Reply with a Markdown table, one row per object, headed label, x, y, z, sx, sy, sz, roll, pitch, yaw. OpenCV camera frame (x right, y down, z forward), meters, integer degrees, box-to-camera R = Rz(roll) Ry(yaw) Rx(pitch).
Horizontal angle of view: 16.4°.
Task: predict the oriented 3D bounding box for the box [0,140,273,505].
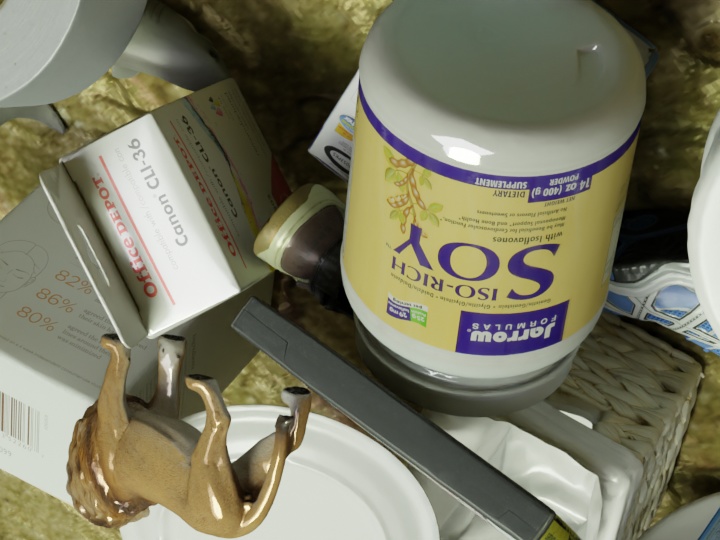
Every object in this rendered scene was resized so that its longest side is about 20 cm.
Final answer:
| label | x | y | z | sx | sy | sz | roll | pitch | yaw |
| --- | --- | --- | --- | --- | --- | --- | --- | --- | --- |
| box | -0.169 | 0.035 | 1.596 | 0.152 | 0.200 | 0.107 | 26 | 135 | 18 |

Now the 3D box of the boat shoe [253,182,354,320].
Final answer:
| label | x | y | z | sx | sy | sz | roll | pitch | yaw |
| --- | --- | --- | --- | --- | --- | --- | --- | --- | --- |
| boat shoe | 0.000 | -0.001 | 1.463 | 0.072 | 0.201 | 0.066 | -47 | 71 | 8 |

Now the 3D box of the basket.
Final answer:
| label | x | y | z | sx | sy | sz | roll | pitch | yaw |
| --- | --- | --- | --- | --- | --- | --- | --- | --- | --- |
| basket | 0.112 | 0.123 | 1.522 | 0.135 | 0.123 | 0.200 | 29 | 137 | 16 |

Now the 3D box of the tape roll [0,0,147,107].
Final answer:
| label | x | y | z | sx | sy | sz | roll | pitch | yaw |
| --- | --- | --- | --- | --- | --- | --- | --- | --- | --- |
| tape roll | -0.219 | -0.197 | 1.484 | 0.200 | 0.066 | 0.201 | 5 | 99 | 33 |

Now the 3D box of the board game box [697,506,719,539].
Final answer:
| label | x | y | z | sx | sy | sz | roll | pitch | yaw |
| --- | --- | --- | --- | --- | --- | --- | --- | --- | --- |
| board game box | 0.279 | 0.157 | 1.371 | 0.200 | 0.151 | 0.037 | -1 | 126 | 43 |

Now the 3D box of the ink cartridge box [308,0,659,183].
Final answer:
| label | x | y | z | sx | sy | sz | roll | pitch | yaw |
| --- | --- | --- | --- | --- | --- | --- | --- | --- | --- |
| ink cartridge box | 0.061 | -0.085 | 1.419 | 0.136 | 0.076 | 0.200 | 38 | 137 | 3 |

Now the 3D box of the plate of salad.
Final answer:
| label | x | y | z | sx | sy | sz | roll | pitch | yaw |
| --- | --- | --- | --- | --- | --- | --- | --- | --- | --- |
| plate of salad | -0.049 | 0.152 | 1.526 | 0.199 | 0.048 | 0.200 | 6 | 128 | 7 |

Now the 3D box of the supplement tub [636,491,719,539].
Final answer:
| label | x | y | z | sx | sy | sz | roll | pitch | yaw |
| --- | --- | --- | --- | --- | --- | --- | --- | --- | --- |
| supplement tub | 0.249 | 0.246 | 1.502 | 0.144 | 0.145 | 0.200 | -3 | 125 | 39 |

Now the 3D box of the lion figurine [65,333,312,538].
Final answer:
| label | x | y | z | sx | sy | sz | roll | pitch | yaw |
| --- | --- | --- | --- | --- | --- | --- | --- | --- | --- |
| lion figurine | -0.101 | 0.107 | 1.396 | 0.200 | 0.072 | 0.123 | 23 | 108 | 53 |

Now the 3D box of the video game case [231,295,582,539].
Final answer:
| label | x | y | z | sx | sy | sz | roll | pitch | yaw |
| --- | --- | --- | --- | --- | --- | --- | --- | --- | --- |
| video game case | 0.031 | 0.095 | 1.369 | 0.200 | 0.026 | 0.181 | 35 | 177 | 15 |

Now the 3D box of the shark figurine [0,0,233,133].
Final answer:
| label | x | y | z | sx | sy | sz | roll | pitch | yaw |
| --- | --- | --- | --- | --- | --- | --- | --- | --- | --- |
| shark figurine | -0.194 | -0.135 | 1.571 | 0.214 | 0.090 | 0.128 | -13 | 114 | 42 |

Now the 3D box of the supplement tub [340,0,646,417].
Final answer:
| label | x | y | z | sx | sy | sz | roll | pitch | yaw |
| --- | --- | --- | --- | --- | --- | --- | --- | --- | --- |
| supplement tub | 0.064 | -0.037 | 1.293 | 0.145 | 0.145 | 0.200 | 24 | 136 | 19 |

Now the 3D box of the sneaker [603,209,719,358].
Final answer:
| label | x | y | z | sx | sy | sz | roll | pitch | yaw |
| --- | --- | --- | --- | --- | --- | --- | --- | --- | --- |
| sneaker | 0.186 | 0.014 | 1.406 | 0.200 | 0.076 | 0.077 | 6 | 123 | 36 |

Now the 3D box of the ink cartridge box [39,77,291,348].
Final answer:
| label | x | y | z | sx | sy | sz | roll | pitch | yaw |
| --- | --- | --- | --- | --- | --- | --- | --- | --- | --- |
| ink cartridge box | -0.103 | -0.036 | 1.445 | 0.067 | 0.200 | 0.117 | -26 | 94 | 19 |

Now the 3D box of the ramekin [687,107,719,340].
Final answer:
| label | x | y | z | sx | sy | sz | roll | pitch | yaw |
| --- | --- | --- | --- | --- | --- | --- | --- | --- | --- |
| ramekin | 0.261 | -0.022 | 1.256 | 0.200 | 0.098 | 0.201 | 7 | 113 | 18 |
